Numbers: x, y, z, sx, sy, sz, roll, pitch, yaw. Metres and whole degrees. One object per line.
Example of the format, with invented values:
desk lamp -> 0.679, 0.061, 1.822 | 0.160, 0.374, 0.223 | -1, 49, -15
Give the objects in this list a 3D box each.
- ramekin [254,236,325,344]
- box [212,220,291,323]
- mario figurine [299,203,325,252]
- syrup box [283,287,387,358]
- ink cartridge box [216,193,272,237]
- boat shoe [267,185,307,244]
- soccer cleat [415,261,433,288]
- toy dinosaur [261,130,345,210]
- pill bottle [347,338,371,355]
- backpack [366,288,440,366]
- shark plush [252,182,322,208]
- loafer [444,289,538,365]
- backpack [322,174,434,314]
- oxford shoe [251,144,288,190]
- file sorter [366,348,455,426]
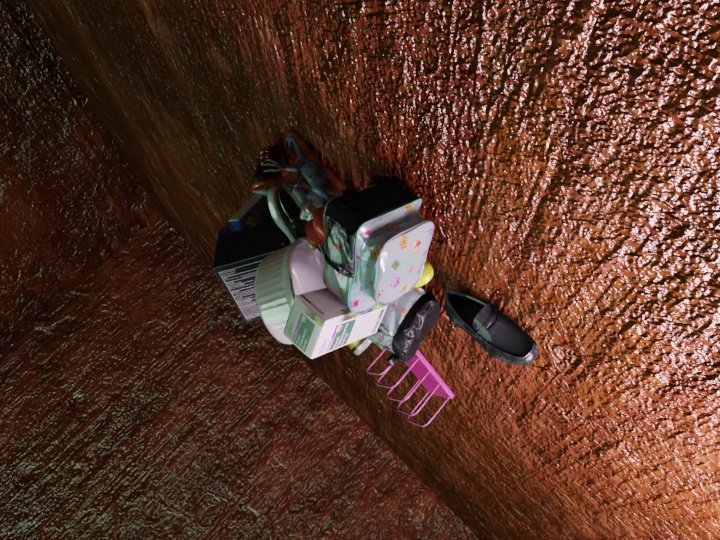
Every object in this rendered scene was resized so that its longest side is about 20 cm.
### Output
ramekin -> -0.124, 0.047, 1.093 | 0.095, 0.204, 0.203 | -16, 126, 22
box -> -0.229, -0.001, 1.356 | 0.126, 0.193, 0.202 | -98, -9, -46
mario figurine -> -0.065, -0.048, 1.042 | 0.120, 0.109, 0.201 | 19, 163, 14
syrup box -> -0.040, 0.081, 0.990 | 0.081, 0.198, 0.081 | 34, 116, 26
ink cartridge box -> -0.250, -0.090, 1.442 | 0.046, 0.202, 0.200 | 14, 145, 40
boat shoe -> -0.125, -0.093, 1.150 | 0.055, 0.070, 0.203 | -9, 127, 27
soccer cleat -> 0.056, -0.029, 1.058 | 0.198, 0.065, 0.085 | 31, 160, 44
toy dinosaur -> -0.093, -0.199, 1.109 | 0.105, 0.193, 0.188 | 88, 171, -82
pill bottle -> -0.038, 0.126, 1.538 | 0.200, 0.112, 0.113 | 47, 162, 4
backpack -> 0.052, 0.074, 1.143 | 0.197, 0.167, 0.129 | 28, 145, 25
shark plush -> -0.150, -0.151, 1.209 | 0.195, 0.085, 0.091 | 27, 157, 1
loafer -> 0.219, 0.096, 0.958 | 0.199, 0.068, 0.071 | 35, 168, 44
backpack -> 0.024, -0.028, 0.926 | 0.153, 0.174, 0.204 | 40, 137, 24
oxford shoe -> -0.201, -0.219, 1.167 | 0.201, 0.069, 0.075 | -89, -17, -70
file sorter -> 0.129, 0.305, 1.499 | 0.201, 0.125, 0.138 | 50, 161, -9
